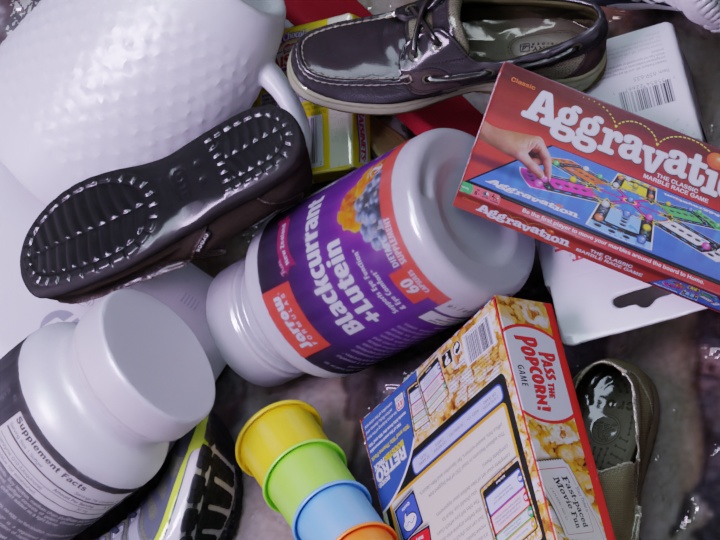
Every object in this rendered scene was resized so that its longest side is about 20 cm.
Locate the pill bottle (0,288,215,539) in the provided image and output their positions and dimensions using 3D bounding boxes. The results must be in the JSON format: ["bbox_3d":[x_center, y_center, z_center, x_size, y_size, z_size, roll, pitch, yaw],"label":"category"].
[{"bbox_3d":[-0.190,0.103,1.667,0.200,0.116,0.117,-37,56,27],"label":"pill bottle"}]

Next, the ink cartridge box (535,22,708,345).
[{"bbox_3d":[0.164,-0.041,1.681,0.115,0.067,0.201,-15,61,10],"label":"ink cartridge box"}]

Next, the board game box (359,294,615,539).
[{"bbox_3d":[0.075,0.139,1.587,0.151,0.046,0.201,-44,48,43],"label":"board game box"}]

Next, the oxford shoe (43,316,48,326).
[{"bbox_3d":[-0.214,-0.004,1.795,0.072,0.071,0.201,4,67,26],"label":"oxford shoe"}]

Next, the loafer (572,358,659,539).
[{"bbox_3d":[0.130,0.140,1.605,0.076,0.067,0.201,0,65,19],"label":"loafer"}]

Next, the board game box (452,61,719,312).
[{"bbox_3d":[0.162,-0.045,1.604,0.199,0.019,0.103,22,55,-2],"label":"board game box"}]

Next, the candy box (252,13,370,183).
[{"bbox_3d":[-0.078,-0.098,1.769,0.199,0.026,0.103,-9,73,37],"label":"candy box"}]

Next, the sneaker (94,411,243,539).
[{"bbox_3d":[-0.136,0.175,1.680,0.081,0.074,0.201,12,68,27],"label":"sneaker"}]

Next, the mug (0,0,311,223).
[{"bbox_3d":[-0.118,-0.112,1.710,0.200,0.148,0.175,46,111,1],"label":"mug"}]

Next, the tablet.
[{"bbox_3d":[-0.180,0.023,1.742,0.200,0.014,0.130,34,76,-3],"label":"tablet"}]

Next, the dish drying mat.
[{"bbox_3d":[0.022,-0.126,1.775,0.200,0.077,0.018,45,119,30],"label":"dish drying mat"}]

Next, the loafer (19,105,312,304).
[{"bbox_3d":[-0.113,-0.026,1.651,0.199,0.071,0.073,-23,54,14],"label":"loafer"}]

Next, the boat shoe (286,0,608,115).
[{"bbox_3d":[0.054,-0.142,1.662,0.199,0.065,0.073,-7,59,-7],"label":"boat shoe"}]

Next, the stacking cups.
[{"bbox_3d":[-0.011,0.161,1.622,0.060,0.061,0.200,-35,45,0],"label":"stacking cups"}]

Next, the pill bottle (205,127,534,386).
[{"bbox_3d":[0.000,0.000,1.660,0.200,0.111,0.112,-28,54,40],"label":"pill bottle"}]

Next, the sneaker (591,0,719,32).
[{"bbox_3d":[0.178,-0.191,1.690,0.129,0.080,0.199,-3,20,18],"label":"sneaker"}]

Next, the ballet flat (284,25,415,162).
[{"bbox_3d":[-0.002,-0.096,1.770,0.063,0.069,0.200,-33,59,-19],"label":"ballet flat"}]
